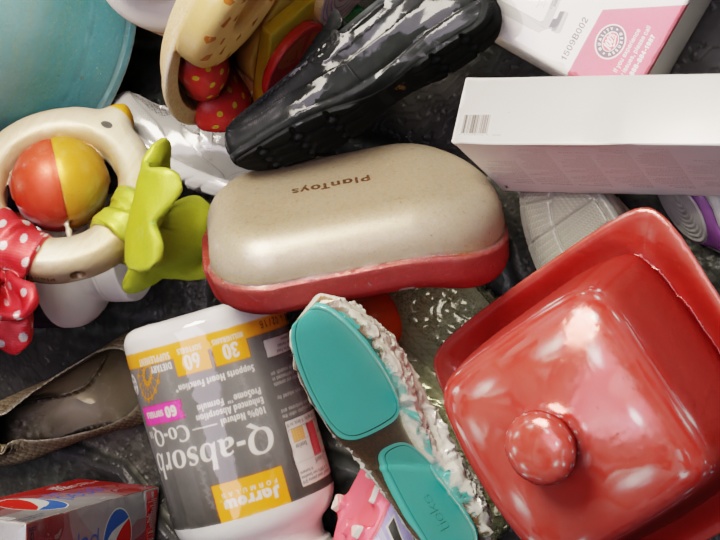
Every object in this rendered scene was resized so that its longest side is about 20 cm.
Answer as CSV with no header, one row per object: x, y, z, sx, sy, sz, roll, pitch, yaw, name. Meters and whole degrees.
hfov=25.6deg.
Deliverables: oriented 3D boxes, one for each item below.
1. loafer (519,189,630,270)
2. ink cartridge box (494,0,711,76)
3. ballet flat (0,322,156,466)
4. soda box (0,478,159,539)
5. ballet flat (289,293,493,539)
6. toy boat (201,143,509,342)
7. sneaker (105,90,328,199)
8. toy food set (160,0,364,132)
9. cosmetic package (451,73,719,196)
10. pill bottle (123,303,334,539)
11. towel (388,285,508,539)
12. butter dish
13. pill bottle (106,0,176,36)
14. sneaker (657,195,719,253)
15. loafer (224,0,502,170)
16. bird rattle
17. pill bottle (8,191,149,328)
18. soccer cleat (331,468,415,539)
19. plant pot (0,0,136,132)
0.175,0.013,1.054,0.072,0.063,0.201,-38,74,33,loafer
0.132,-0.212,1.054,0.200,0.083,0.147,31,99,16,ink cartridge box
-0.208,0.095,1.172,0.199,0.046,0.068,-23,83,16,ballet flat
-0.212,0.187,1.090,0.070,0.200,0.064,3,90,18,soda box
0.021,0.095,1.006,0.072,0.072,0.201,-27,102,15,ballet flat
0.000,0.000,1.045,0.199,0.131,0.131,-10,120,-1,toy boat
-0.086,-0.086,1.133,0.199,0.075,0.082,26,90,5,sneaker
-0.053,-0.174,1.022,0.049,0.200,0.198,37,60,15,toy food set
0.165,-0.084,0.976,0.199,0.083,0.051,3,70,30,cosmetic package
-0.084,0.124,1.093,0.116,0.116,0.201,-16,89,16,pill bottle
0.058,0.080,1.095,0.200,0.036,0.149,44,102,14,towel
0.134,0.093,0.960,0.200,0.148,0.200,-37,78,28,butter dish
-0.114,-0.210,1.070,0.110,0.200,0.112,-1,88,17,pill bottle
0.266,-0.045,1.027,0.100,0.075,0.200,-41,73,-13,sneaker
-0.004,-0.134,1.025,0.200,0.068,0.071,-32,70,8,loafer
-0.201,-0.032,1.060,0.199,0.113,0.164,-18,60,3,bird rattle
-0.255,-0.013,1.155,0.199,0.112,0.113,-3,88,18,pill bottle
0.014,0.203,1.047,0.076,0.067,0.201,28,66,-20,soccer cleat
-0.290,-0.186,1.100,0.199,0.188,0.201,-7,78,36,plant pot
